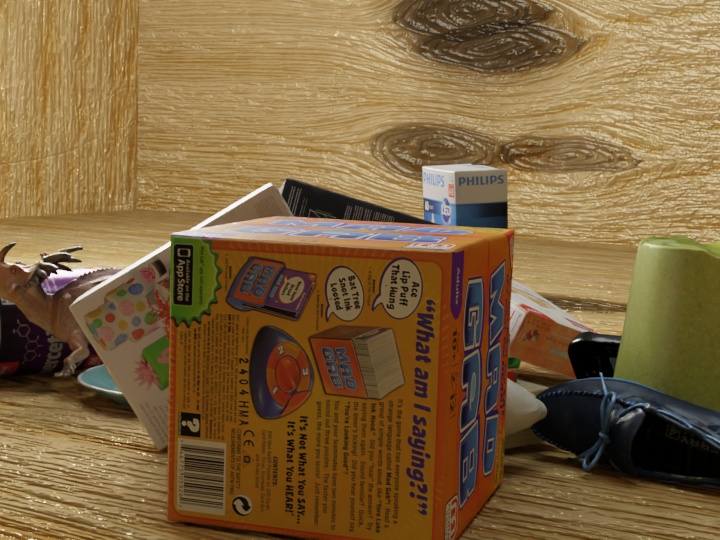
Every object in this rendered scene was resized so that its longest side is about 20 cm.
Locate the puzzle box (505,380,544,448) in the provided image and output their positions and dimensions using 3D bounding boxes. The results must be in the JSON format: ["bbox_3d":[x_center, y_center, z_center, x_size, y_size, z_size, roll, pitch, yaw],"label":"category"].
[{"bbox_3d":[0.075,0.114,1.180,0.133,0.026,0.200,-7,19,-27],"label":"puzzle box"}]

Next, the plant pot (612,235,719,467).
[{"bbox_3d":[0.308,0.065,1.143,0.200,0.185,0.200,2,7,0],"label":"plant pot"}]

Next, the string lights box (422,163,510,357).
[{"bbox_3d":[0.108,-0.006,1.322,0.059,0.201,0.103,-5,8,-15],"label":"string lights box"}]

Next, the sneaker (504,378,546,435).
[{"bbox_3d":[0.069,0.094,1.108,0.088,0.076,0.200,3,18,-46],"label":"sneaker"}]

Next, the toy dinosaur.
[{"bbox_3d":[-0.272,0.029,1.315,0.199,0.136,0.086,-10,4,-33],"label":"toy dinosaur"}]

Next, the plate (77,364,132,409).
[{"bbox_3d":[-0.179,0.115,1.283,0.199,0.026,0.200,1,6,0],"label":"plate"}]

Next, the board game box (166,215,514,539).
[{"bbox_3d":[-0.007,0.070,0.939,0.199,0.201,0.200,4,7,18],"label":"board game box"}]

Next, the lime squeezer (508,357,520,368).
[{"bbox_3d":[0.057,0.068,1.178,0.199,0.071,0.038,15,54,23],"label":"lime squeezer"}]

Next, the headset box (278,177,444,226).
[{"bbox_3d":[0.000,0.000,1.233,0.199,0.093,0.174,16,-12,-9],"label":"headset box"}]

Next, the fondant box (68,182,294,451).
[{"bbox_3d":[-0.122,0.037,1.096,0.200,0.145,0.058,-31,10,-4],"label":"fondant box"}]

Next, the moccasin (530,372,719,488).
[{"bbox_3d":[0.226,0.128,1.039,0.199,0.081,0.068,4,11,29],"label":"moccasin"}]

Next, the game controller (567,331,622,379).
[{"bbox_3d":[0.309,0.102,1.294,0.199,0.042,0.104,4,-25,26],"label":"game controller"}]

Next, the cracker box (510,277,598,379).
[{"bbox_3d":[0.168,0.048,1.462,0.134,0.058,0.200,20,11,-36],"label":"cracker box"}]

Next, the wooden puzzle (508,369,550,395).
[{"bbox_3d":[0.069,0.113,1.315,0.199,0.037,0.185,-2,7,-34],"label":"wooden puzzle"}]

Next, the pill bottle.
[{"bbox_3d":[-0.359,0.056,1.376,0.199,0.113,0.112,-3,8,-35],"label":"pill bottle"}]
